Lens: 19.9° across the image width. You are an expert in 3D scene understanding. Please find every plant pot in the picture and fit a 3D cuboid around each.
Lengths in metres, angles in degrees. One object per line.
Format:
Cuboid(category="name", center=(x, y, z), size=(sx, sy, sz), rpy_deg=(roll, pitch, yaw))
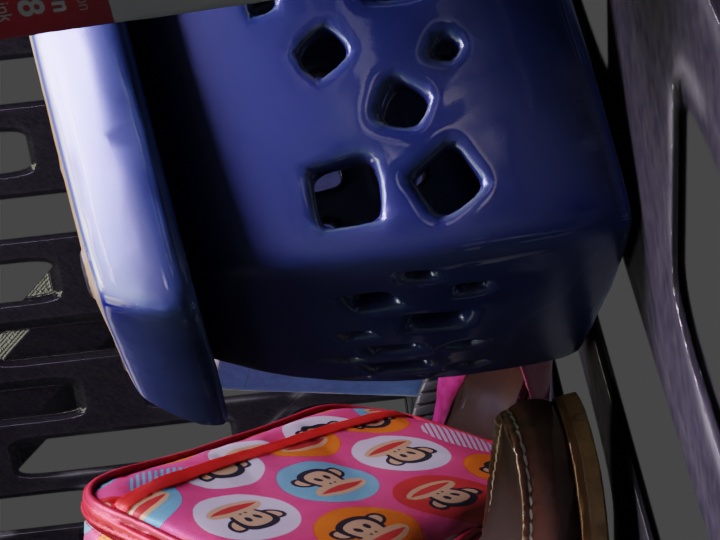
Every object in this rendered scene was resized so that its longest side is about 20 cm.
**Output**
Cuboid(category="plant pot", center=(-0.020, -0.057, 0.754), size=(0.200, 0.179, 0.201), rpy_deg=(90, 164, -74))

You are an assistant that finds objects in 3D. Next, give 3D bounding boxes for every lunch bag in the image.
Cuboid(category="lunch bag", center=(-0.020, 0.119, 0.885), size=(0.200, 0.176, 0.082), rpy_deg=(-13, -67, -48))

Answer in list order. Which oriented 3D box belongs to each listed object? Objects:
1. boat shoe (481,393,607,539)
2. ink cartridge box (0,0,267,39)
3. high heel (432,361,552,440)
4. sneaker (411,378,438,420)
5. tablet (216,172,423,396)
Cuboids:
Cuboid(category="boat shoe", center=(0.061, 0.142, 0.783), size=(0.070, 0.070, 0.201), rpy_deg=(-99, 4, -67))
Cuboid(category="ink cartridge box", center=(-0.028, -0.174, 0.591), size=(0.146, 0.199, 0.145), rpy_deg=(-96, -2, -48))
Cuboid(category="high heel", center=(0.058, 0.092, 0.971), size=(0.096, 0.067, 0.201), rpy_deg=(-72, -19, -66))
Cuboid(category="sneaker", center=(0.059, 0.123, 1.085), size=(0.089, 0.074, 0.201), rpy_deg=(-104, 8, -70))
Cuboid(category="tablet", center=(0.000, 0.000, 0.998), size=(0.200, 0.130, 0.014), rpy_deg=(106, 163, -51))
